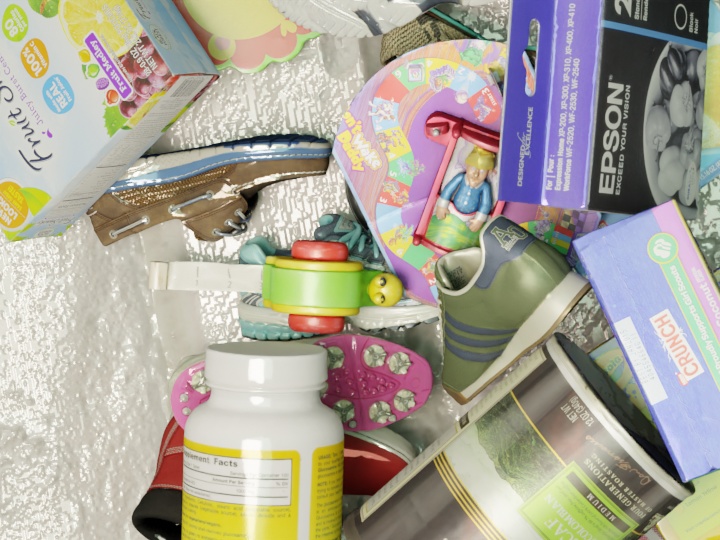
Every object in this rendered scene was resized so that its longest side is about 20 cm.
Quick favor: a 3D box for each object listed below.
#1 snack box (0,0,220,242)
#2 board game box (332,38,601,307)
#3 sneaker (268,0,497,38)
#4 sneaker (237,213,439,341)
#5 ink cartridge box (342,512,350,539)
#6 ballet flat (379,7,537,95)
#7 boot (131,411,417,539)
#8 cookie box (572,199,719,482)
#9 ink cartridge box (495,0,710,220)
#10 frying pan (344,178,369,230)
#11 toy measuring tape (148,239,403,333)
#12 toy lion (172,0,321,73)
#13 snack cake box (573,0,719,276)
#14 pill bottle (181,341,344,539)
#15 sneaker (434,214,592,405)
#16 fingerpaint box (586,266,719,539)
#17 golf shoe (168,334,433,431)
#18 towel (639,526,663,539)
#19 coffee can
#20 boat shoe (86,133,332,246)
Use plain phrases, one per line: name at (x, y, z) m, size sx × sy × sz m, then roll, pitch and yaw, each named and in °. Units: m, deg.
snack box at (-0.224, -0.147, 1.482) m, size 0.200 × 0.068 × 0.169 m, roll -43°, pitch 73°, yaw 28°
board game box at (0.073, -0.060, 1.419) m, size 0.158 × 0.039 × 0.201 m, roll -24°, pitch 101°, yaw 12°
sneaker at (0.031, -0.247, 1.490) m, size 0.198 × 0.130 × 0.080 m, roll -13°, pitch 126°, yaw 23°
sneaker at (0.000, 0.000, 1.501) m, size 0.199 × 0.078 × 0.087 m, roll -8°, pitch 101°, yaw 7°
ink cartridge box at (0.035, 0.280, 1.513) m, size 0.145 × 0.088 × 0.201 m, roll -9°, pitch 93°, yaw 5°
ballet flat at (0.095, -0.143, 1.472) m, size 0.200 × 0.068 × 0.076 m, roll 24°, pitch 93°, yaw 35°
boot at (-0.062, 0.171, 1.486) m, size 0.199 × 0.145 × 0.073 m, roll 8°, pitch 133°, yaw 10°
cookie box at (0.216, 0.049, 1.330) m, size 0.075 × 0.200 × 0.172 m, roll -25°, pitch 82°, yaw 9°
ink cartridge box at (0.171, -0.138, 1.369) m, size 0.043 × 0.200 × 0.199 m, roll 5°, pitch 92°, yaw 41°
frying pan at (0.061, -0.036, 1.529) m, size 0.115 × 0.031 × 0.191 m, roll -30°, pitch 87°, yaw 9°
toy measuring tape at (-0.068, 0.009, 1.455) m, size 0.199 × 0.074 × 0.074 m, roll 4°, pitch 93°, yaw 14°
toy lion at (-0.088, -0.259, 1.521) m, size 0.192 × 0.069 × 0.200 m, roll 41°, pitch 95°, yaw -4°
snack cake box at (0.209, -0.100, 1.491) m, size 0.200 × 0.067 × 0.115 m, roll -38°, pitch 89°, yaw 5°
pill bottle at (-0.068, 0.153, 1.387) m, size 0.112 × 0.112 × 0.201 m, roll 3°, pitch 95°, yaw 5°
sneaker at (0.088, 0.022, 1.410) m, size 0.090 × 0.200 × 0.067 m, roll 44°, pitch 61°, yaw 2°
fingerpaint box at (0.273, 0.089, 1.458) m, size 0.200 × 0.073 × 0.167 m, roll -34°, pitch 83°, yaw 8°
golf shoe at (-0.047, 0.078, 1.487) m, size 0.199 × 0.092 × 0.076 m, roll -1°, pitch 101°, yaw -15°
towel at (0.226, 0.120, 1.517) m, size 0.146 × 0.030 × 0.200 m, roll 45°, pitch 96°, yaw 3°
coffee can at (0.108, 0.161, 1.379) m, size 0.200 × 0.146 × 0.146 m, roll -43°, pitch 88°, yaw 9°
boat shoe at (-0.114, -0.060, 1.528) m, size 0.199 × 0.072 × 0.073 m, roll -8°, pitch 96°, yaw 16°
